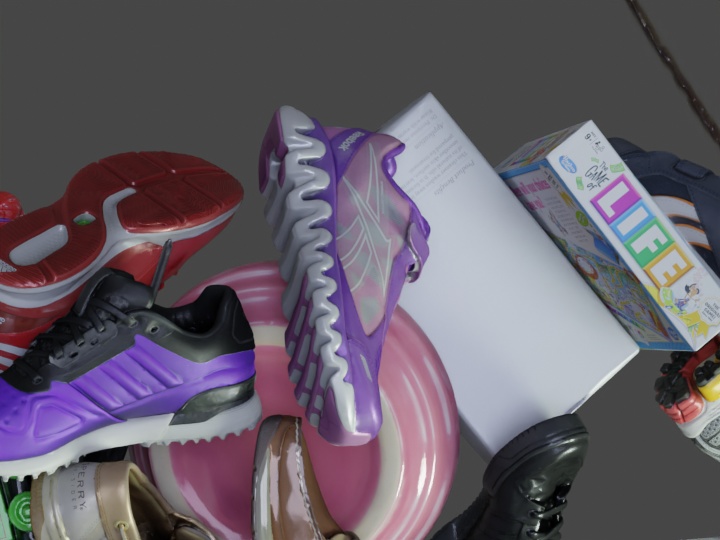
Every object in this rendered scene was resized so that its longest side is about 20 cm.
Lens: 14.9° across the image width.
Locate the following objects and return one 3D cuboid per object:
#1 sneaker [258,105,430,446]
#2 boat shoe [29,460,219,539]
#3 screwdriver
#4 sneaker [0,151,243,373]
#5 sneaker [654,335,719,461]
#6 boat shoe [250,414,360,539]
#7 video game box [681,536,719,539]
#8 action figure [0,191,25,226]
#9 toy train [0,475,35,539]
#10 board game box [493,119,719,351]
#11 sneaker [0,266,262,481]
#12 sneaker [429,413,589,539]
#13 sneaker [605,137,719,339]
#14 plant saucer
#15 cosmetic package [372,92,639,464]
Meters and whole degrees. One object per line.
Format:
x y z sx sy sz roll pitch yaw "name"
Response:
0.000 0.000 1.525 0.088 0.081 0.201 0 63 -17 "sneaker"
-0.111 0.171 1.556 0.069 0.200 0.074 -16 52 20 "boat shoe"
-0.131 0.056 1.576 0.028 0.029 0.201 28 123 10 "screwdriver"
-0.152 0.009 1.595 0.078 0.199 0.116 35 128 29 "sneaker"
0.271 0.038 1.663 0.200 0.078 0.082 -40 109 -3 "sneaker"
-0.019 0.175 1.545 0.071 0.076 0.201 -8 104 3 "boat shoe"
0.195 0.261 1.656 0.181 0.047 0.202 -4 89 -4 "video game box"
-0.267 -0.010 1.582 0.199 0.065 0.099 9 43 -8 "action figure"
-0.187 0.187 1.535 0.056 0.042 0.201 -14 87 -4 "toy train"
0.140 -0.017 1.577 0.034 0.200 0.135 -39 94 -6 "board game box"
-0.150 0.048 1.500 0.199 0.070 0.100 -10 114 -24 "sneaker"
0.094 0.178 1.596 0.060 0.200 0.105 -8 57 -39 "sneaker"
0.212 -0.018 1.614 0.079 0.078 0.200 -39 59 2 "sneaker"
-0.044 0.097 1.590 0.199 0.051 0.202 3 106 12 "plant saucer"
0.058 0.007 1.628 0.113 0.081 0.200 -38 94 -6 "cosmetic package"
